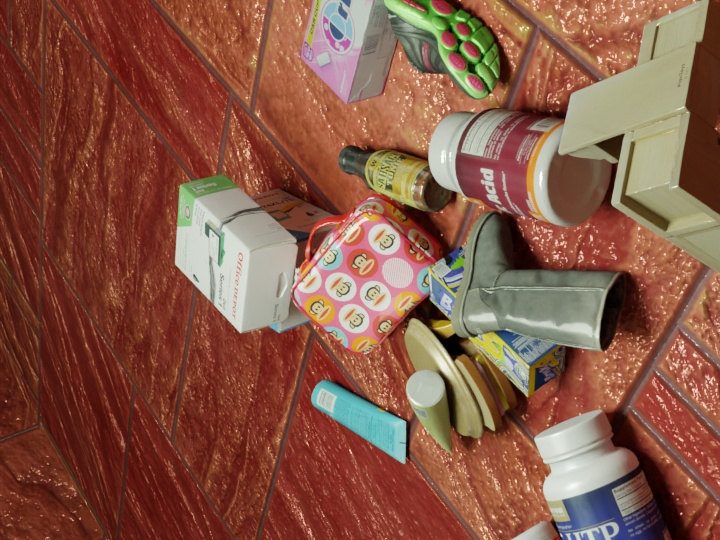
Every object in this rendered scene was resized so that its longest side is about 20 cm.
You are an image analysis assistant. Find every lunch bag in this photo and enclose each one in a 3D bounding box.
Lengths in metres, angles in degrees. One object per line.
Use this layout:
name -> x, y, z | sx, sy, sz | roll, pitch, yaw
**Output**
lunch bag -> 0.000, 0.000, 1.497 | 0.176, 0.082, 0.200 | 40, 117, -10

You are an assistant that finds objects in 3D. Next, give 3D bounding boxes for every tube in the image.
tube -> 0.002, 0.236, 1.764 | 0.199, 0.050, 0.078 | 26, 131, 42
tube -> 0.097, 0.190, 1.489 | 0.051, 0.059, 0.200 | 8, 156, 13

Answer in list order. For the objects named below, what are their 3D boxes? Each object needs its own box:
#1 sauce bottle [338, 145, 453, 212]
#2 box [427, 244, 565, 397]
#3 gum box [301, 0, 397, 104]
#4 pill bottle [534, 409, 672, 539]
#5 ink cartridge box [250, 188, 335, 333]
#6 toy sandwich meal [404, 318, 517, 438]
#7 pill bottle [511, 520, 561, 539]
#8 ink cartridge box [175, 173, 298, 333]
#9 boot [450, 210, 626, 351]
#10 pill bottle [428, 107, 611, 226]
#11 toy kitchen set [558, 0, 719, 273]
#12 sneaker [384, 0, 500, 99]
sauce bottle -> 0.042, -0.130, 1.492 | 0.199, 0.066, 0.067 | 22, 124, 48
box -> 0.169, 0.061, 1.386 | 0.200, 0.064, 0.070 | 46, 159, 34
gum box -> -0.006, -0.338, 1.453 | 0.114, 0.066, 0.201 | 48, 141, 29
pill bottle -> 0.284, 0.274, 1.291 | 0.120, 0.119, 0.202 | -31, 80, 57
ink cartridge box -> -0.129, -0.021, 1.728 | 0.199, 0.146, 0.147 | 27, 127, 46
toy sandwich meal -> 0.132, 0.137, 1.491 | 0.206, 0.070, 0.205 | 57, 169, 18
pill bottle -> 0.250, 0.441, 1.433 | 0.201, 0.112, 0.112 | 61, 146, 16
ink cartridge box -> -0.185, -0.026, 1.599 | 0.200, 0.084, 0.147 | 41, 134, 40
boot -> 0.214, 0.008, 1.287 | 0.199, 0.072, 0.183 | -6, 64, 43
pill bottle -> 0.176, -0.123, 1.250 | 0.199, 0.113, 0.115 | 20, 123, 51
toy kitchen set -> 0.317, -0.117, 1.083 | 0.163, 0.180, 0.202 | -15, 54, 54
sneaker -> 0.103, -0.273, 1.337 | 0.200, 0.076, 0.084 | 53, 161, 31
